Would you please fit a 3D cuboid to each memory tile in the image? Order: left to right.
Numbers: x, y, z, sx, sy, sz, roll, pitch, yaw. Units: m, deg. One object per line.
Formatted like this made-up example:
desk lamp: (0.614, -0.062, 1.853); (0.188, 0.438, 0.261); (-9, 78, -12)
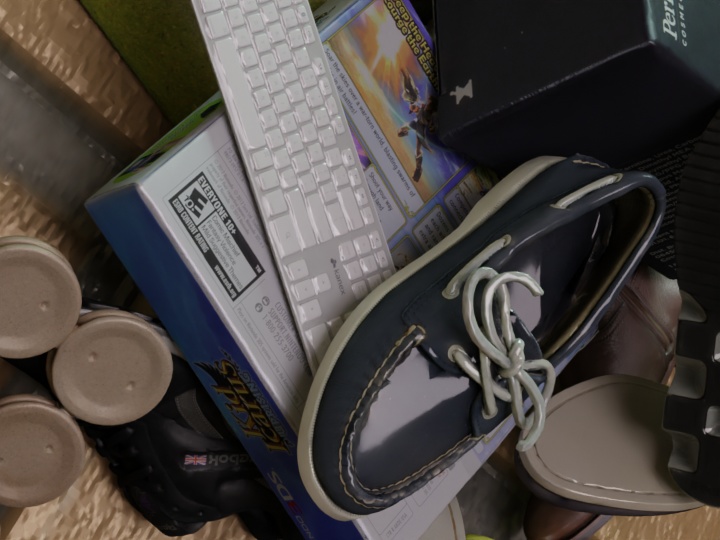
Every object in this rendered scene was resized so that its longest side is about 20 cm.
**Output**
memory tile: (-0.189, 0.029, 0.784); (0.153, 0.017, 0.200); (-44, 117, 8)

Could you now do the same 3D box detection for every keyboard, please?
keyboard: (-0.024, -0.044, 0.820); (0.056, 0.011, 0.201); (-22, 96, -42)

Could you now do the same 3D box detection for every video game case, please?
video game case: (0.000, 0.000, 0.869); (0.181, 0.045, 0.200); (-44, 110, -37)

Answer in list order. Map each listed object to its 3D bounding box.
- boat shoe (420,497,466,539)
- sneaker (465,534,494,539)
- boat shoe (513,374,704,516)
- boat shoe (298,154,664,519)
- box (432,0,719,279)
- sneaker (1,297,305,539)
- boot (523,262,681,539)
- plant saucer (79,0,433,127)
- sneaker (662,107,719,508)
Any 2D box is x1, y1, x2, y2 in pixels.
boat shoe: (0.003, 0.189, 0.923); (0.075, 0.062, 0.201); (13, 71, -17)
sneaker: (0.109, 0.199, 0.999); (0.200, 0.090, 0.078); (42, 108, -9)
boat shoe: (0.146, 0.092, 0.946); (0.199, 0.063, 0.073); (-6, 56, -37)
boat shoe: (0.054, 0.026, 0.813); (0.200, 0.062, 0.075); (-42, 117, -30)
box: (0.133, -0.129, 0.942); (0.200, 0.117, 0.197); (26, 52, -44)
sneaker: (-0.086, 0.070, 0.866); (0.200, 0.076, 0.088); (22, 82, -31)
boot: (0.077, 0.016, 0.988); (0.200, 0.064, 0.187); (43, 64, -22)
plant saucer: (-0.040, -0.168, 0.924); (0.200, 0.048, 0.200); (-47, 113, -27)
sneaker: (0.181, -0.001, 0.881); (0.088, 0.074, 0.201); (-29, 133, -59)
